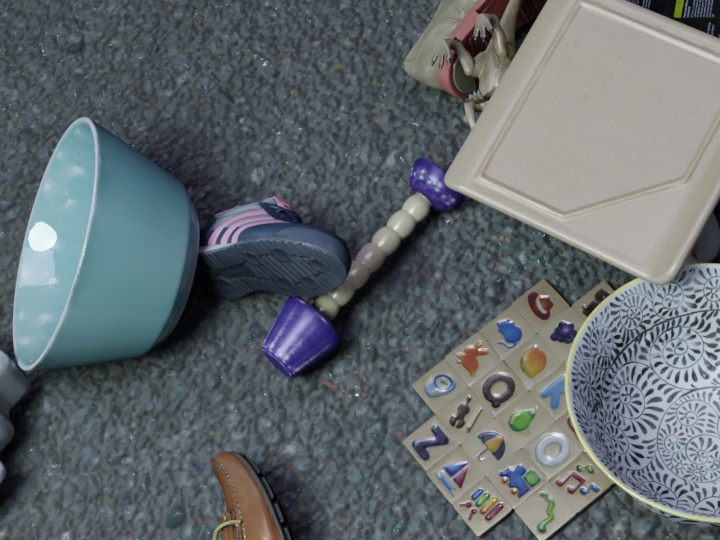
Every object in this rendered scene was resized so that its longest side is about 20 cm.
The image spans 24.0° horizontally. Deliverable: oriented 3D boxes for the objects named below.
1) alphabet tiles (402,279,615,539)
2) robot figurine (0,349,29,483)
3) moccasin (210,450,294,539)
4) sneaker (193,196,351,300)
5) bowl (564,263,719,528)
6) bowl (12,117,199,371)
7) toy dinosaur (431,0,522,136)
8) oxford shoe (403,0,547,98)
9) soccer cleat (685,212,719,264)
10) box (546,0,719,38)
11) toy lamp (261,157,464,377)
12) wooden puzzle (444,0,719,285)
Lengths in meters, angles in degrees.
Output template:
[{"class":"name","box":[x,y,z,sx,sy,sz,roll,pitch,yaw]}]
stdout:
[{"class":"alphabet tiles","box":[0.136,0.101,1.260,0.199,0.006,0.167,-38,57,-6]},{"class":"robot figurine","box":[-0.352,0.135,1.327,0.169,0.113,0.200,37,77,27]},{"class":"moccasin","box":[-0.079,0.225,1.222,0.077,0.074,0.203,-17,67,-3]},{"class":"sneaker","box":[-0.066,-0.028,1.320,0.199,0.070,0.082,-1,48,51]},{"class":"bowl","box":[0.241,0.103,1.166,0.198,0.095,0.202,-3,55,5]},{"class":"bowl","box":[-0.196,-0.010,1.338,0.104,0.201,0.203,14,56,-25]},{"class":"toy dinosaur","box":[0.109,-0.167,1.363,0.058,0.101,0.202,-6,73,37]},{"class":"oxford shoe","box":[0.107,-0.234,1.425,0.074,0.071,0.200,20,62,42]},{"class":"soccer cleat","box":[0.221,-0.090,1.295,0.068,0.085,0.201,-21,57,5]},{"class":"box","box":[0.239,-0.190,1.334,0.191,0.048,0.201,-1,39,18]},{"class":"toy lamp","box":[0.000,0.000,1.330,0.058,0.058,0.200,34,76,30]},{"class":"wooden puzzle","box":[0.184,-0.101,1.227,0.199,0.037,0.186,26,79,28]}]
